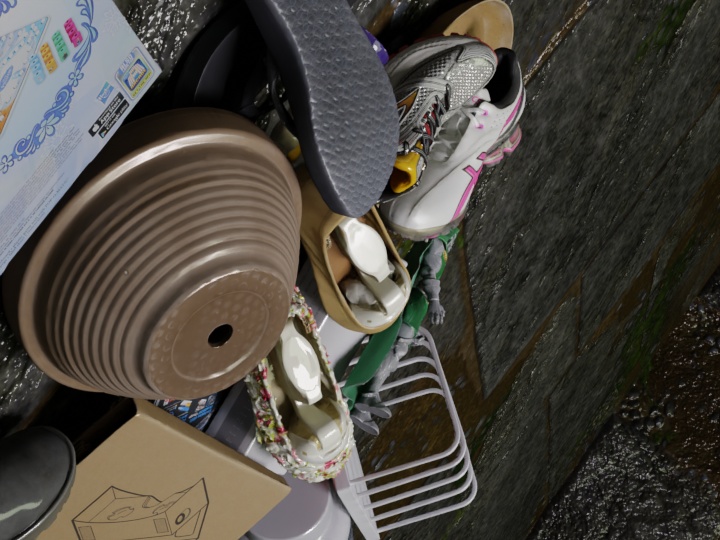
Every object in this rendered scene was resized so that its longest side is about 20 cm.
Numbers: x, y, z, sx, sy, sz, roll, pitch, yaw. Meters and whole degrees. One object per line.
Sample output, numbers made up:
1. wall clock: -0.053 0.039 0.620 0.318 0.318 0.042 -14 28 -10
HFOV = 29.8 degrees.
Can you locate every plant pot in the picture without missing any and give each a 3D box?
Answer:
1. plant pot: -0.106 0.011 0.818 0.199 0.093 0.202 -27 143 -22
2. plant pot: 0.062 -0.142 1.141 0.200 0.027 0.201 -47 158 -25

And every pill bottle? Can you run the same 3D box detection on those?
1. pill bottle: -0.066 0.253 1.300 0.120 0.119 0.201 -47 158 -23

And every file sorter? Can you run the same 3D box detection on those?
1. file sorter: 0.033 0.154 1.288 0.123 0.140 0.200 -17 155 2

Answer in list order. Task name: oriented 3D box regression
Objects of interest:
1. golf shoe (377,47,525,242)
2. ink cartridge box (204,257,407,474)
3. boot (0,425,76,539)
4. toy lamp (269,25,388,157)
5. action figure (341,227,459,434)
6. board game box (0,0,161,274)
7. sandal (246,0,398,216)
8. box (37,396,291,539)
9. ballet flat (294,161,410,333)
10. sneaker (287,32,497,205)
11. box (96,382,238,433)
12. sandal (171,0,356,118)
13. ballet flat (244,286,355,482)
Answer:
1. golf shoe: 0.072 -0.105 1.091 0.200 0.072 0.093 -52 155 -40
2. ink cartridge box: -0.029 0.069 1.093 0.201 0.044 0.176 -59 158 2
3. boot: -0.240 0.107 0.768 0.182 0.072 0.201 -42 154 -34
4. toy lamp: -0.057 -0.082 0.922 0.201 0.058 0.058 -55 159 -7
5. action figure: 0.038 0.037 1.136 0.118 0.054 0.201 121 -6 -63
6. board game box: -0.199 -0.073 0.634 0.201 0.043 0.199 -53 161 -10
7. sandal: -0.030 -0.130 0.825 0.076 0.043 0.202 -38 119 -37
8. box: -0.161 0.176 0.969 0.163 0.021 0.200 -40 142 7
9. ballet flat: 0.000 0.000 0.951 0.069 0.063 0.200 -44 144 -8
10. sneaker: 0.031 -0.098 1.009 0.200 0.082 0.078 -42 145 -13
11. box: -0.123 0.096 1.045 0.199 0.046 0.160 -24 141 -56
12. sandal: -0.049 -0.148 0.861 0.200 0.043 0.076 -49 158 -19
13. ballet flat: -0.045 0.090 0.974 0.075 0.064 0.201 -34 127 -17
